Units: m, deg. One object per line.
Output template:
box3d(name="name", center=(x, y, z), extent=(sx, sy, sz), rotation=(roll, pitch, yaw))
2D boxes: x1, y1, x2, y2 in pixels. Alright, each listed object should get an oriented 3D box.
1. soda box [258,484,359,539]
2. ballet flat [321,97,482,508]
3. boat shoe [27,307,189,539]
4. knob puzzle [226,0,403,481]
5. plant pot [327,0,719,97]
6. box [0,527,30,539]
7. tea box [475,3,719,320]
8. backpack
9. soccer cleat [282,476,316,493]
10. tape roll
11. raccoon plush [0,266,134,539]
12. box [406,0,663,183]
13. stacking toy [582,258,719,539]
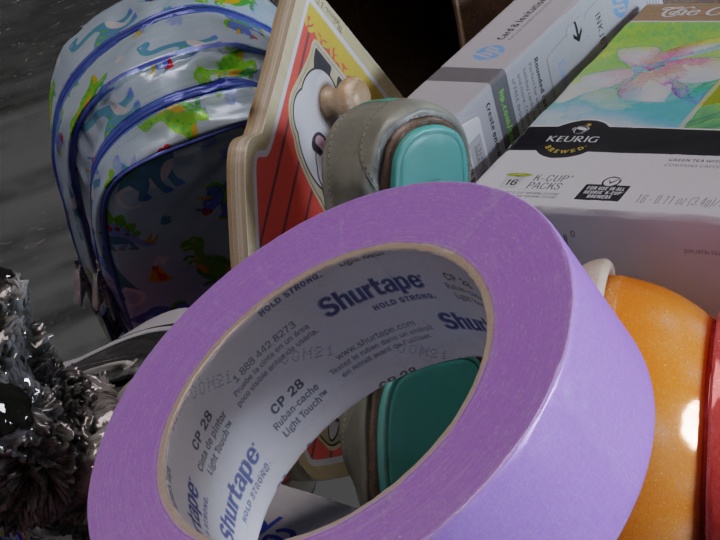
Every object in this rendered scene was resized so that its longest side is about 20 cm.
box3d(name="soda box", center=(-0.017, 0.135, 1.110), extent=(0.200, 0.068, 0.063), rotation=(14, 38, 43))
box3d(name="ballet flat", center=(0.016, 0.027, 1.175), extent=(0.067, 0.201, 0.064), rotation=(-7, 11, -35))
box3d(name="boat shoe", center=(-0.133, 0.081, 1.209), extent=(0.199, 0.074, 0.068), rotation=(-23, 7, 35))
box3d(name="knob puzzle", center=(0.000, 0.000, 1.236), extent=(0.030, 0.220, 0.220), rotation=(-4, 29, 27))
box3d(name="plant pot", center=(0.102, -0.123, 1.449), extent=(0.199, 0.187, 0.187), rotation=(-9, 23, -23))
box3d(name="box", center=(-0.237, 0.151, 1.164), extent=(0.199, 0.096, 0.100), rotation=(-9, 28, 11))
box3d(name="tea box", center=(0.181, -0.015, 1.219), extent=(0.200, 0.134, 0.197), rotation=(4, 32, 33))
box3d(name="backpack", center=(-0.066, -0.036, 1.311), extent=(0.163, 0.200, 0.154), rotation=(-14, 26, 2))
box3d(name="soccer cleat", center=(-0.113, 0.070, 1.275), extent=(0.200, 0.073, 0.068), rotation=(3, 33, 34))
box3d(name="tape roll", center=(0.002, 0.063, 1.008), extent=(0.200, 0.066, 0.200), rotation=(-23, 38, 19))
box3d(name="raccoon plush", center=(-0.157, 0.082, 1.105), extent=(0.200, 0.134, 0.097), rotation=(-21, 39, 23))
box3d(name="box", center=(0.086, -0.042, 1.295), extent=(0.041, 0.156, 0.200), rotation=(7, 35, 35))
box3d(name="stacking toy", center=(0.170, 0.074, 1.085), extent=(0.199, 0.147, 0.146), rotation=(4, 30, 9))
